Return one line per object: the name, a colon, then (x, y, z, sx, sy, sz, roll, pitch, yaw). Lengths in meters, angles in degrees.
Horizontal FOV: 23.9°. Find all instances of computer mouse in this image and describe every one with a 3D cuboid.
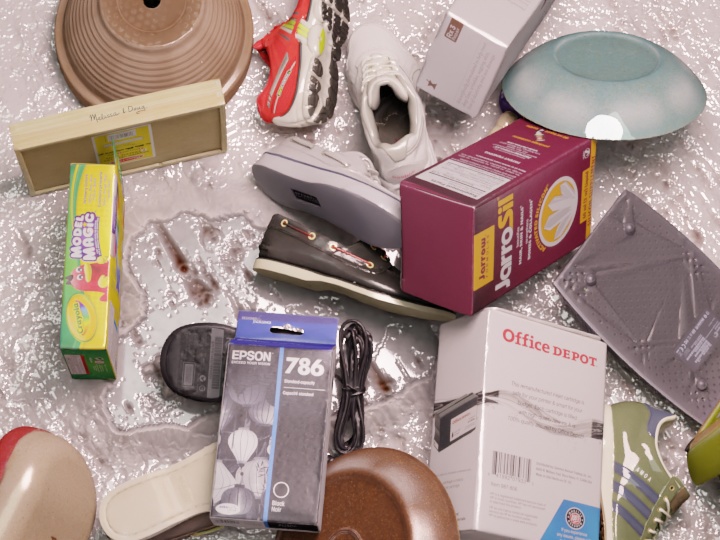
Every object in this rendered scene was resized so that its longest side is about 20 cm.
computer mouse: (-0.086, 0.118, 1.587, 0.197, 0.046, 0.142, -1, 90, -2)

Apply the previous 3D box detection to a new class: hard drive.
hard drive: (0.282, 0.036, 1.616, 0.200, 0.042, 0.135, 42, 74, -8)

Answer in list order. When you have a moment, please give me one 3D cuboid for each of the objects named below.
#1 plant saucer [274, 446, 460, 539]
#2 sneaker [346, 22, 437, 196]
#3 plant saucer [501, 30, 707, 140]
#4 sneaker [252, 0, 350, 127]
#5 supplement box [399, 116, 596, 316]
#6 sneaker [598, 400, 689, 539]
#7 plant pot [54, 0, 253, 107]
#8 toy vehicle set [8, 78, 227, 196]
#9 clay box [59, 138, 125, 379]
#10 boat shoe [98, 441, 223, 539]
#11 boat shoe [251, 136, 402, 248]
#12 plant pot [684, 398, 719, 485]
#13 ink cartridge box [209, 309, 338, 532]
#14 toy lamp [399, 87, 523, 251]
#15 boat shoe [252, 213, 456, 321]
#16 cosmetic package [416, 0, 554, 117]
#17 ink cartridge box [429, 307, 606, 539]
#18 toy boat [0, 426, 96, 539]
plant saucer: (-0.006, 0.250, 1.493, 0.199, 0.037, 0.203, -14, 64, 31)
sneaker: (0.029, -0.171, 1.637, 0.077, 0.100, 0.202, -17, 59, 1)
plant saucer: (0.236, -0.190, 1.642, 0.198, 0.039, 0.202, 0, 33, 0)
sneaker: (-0.064, -0.234, 1.678, 0.084, 0.077, 0.202, -2, 62, 22)
supplement box: (0.127, -0.054, 1.562, 0.085, 0.112, 0.199, 20, 34, 35)
sneaker: (0.260, 0.216, 1.566, 0.089, 0.067, 0.203, -1, 70, 1)
plant pot: (-0.202, -0.244, 1.658, 0.198, 0.093, 0.203, 1, 72, -4)
toy vehicle set: (-0.224, -0.124, 1.602, 0.198, 0.124, 0.027, -13, 74, -9)
clay box: (-0.246, -0.010, 1.571, 0.047, 0.115, 0.202, 0, 72, -3)
boat shoe: (-0.138, 0.202, 1.544, 0.198, 0.060, 0.072, -18, 72, -10)
boat shoe: (-0.016, -0.083, 1.601, 0.199, 0.074, 0.065, 26, 61, 34)
plant pot: (0.415, 0.150, 1.529, 0.181, 0.199, 0.201, 36, 75, 6)
ink cartridge box: (-0.075, 0.128, 1.517, 0.098, 0.039, 0.202, 3, 70, 4)
toy lamp: (0.105, -0.090, 1.656, 0.058, 0.058, 0.201, 34, 71, 6)
boat shoe: (0.000, -0.001, 1.609, 0.199, 0.074, 0.064, 18, 80, 6)
cosmetic package: (0.135, -0.249, 1.645, 0.074, 0.102, 0.201, 29, 49, 5)
ink cartridge box: (0.142, 0.151, 1.542, 0.143, 0.084, 0.202, 17, 69, -31)
toy boat: (-0.324, 0.233, 1.502, 0.130, 0.131, 0.202, 13, 70, 30)
